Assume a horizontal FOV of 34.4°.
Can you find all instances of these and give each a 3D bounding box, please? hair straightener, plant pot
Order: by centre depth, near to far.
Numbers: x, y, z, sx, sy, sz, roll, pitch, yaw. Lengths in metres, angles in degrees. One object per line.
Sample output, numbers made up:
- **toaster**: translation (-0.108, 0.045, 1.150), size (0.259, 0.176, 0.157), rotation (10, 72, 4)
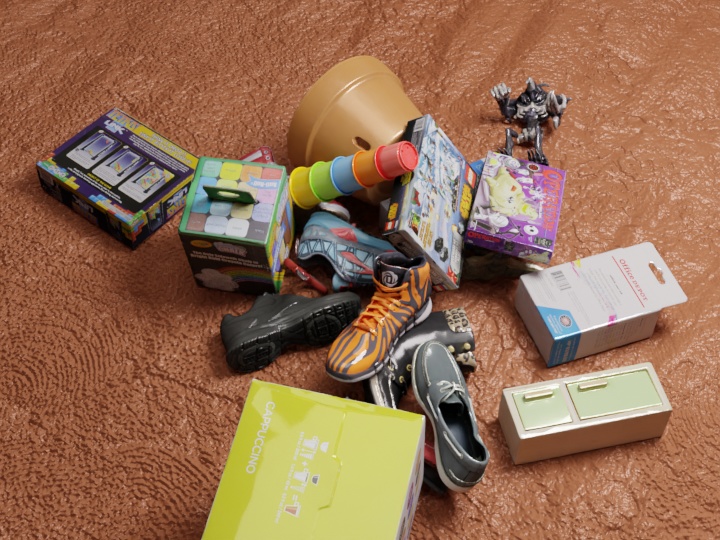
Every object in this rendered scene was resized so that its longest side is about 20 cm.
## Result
- **hair straightener**: translation (0.022, 0.218, 1.413), size (0.199, 0.077, 0.041), rotation (28, 25, -6)
- **plant pot**: translation (0.013, -0.187, 1.677), size (0.200, 0.201, 0.140), rotation (-34, 60, -26)

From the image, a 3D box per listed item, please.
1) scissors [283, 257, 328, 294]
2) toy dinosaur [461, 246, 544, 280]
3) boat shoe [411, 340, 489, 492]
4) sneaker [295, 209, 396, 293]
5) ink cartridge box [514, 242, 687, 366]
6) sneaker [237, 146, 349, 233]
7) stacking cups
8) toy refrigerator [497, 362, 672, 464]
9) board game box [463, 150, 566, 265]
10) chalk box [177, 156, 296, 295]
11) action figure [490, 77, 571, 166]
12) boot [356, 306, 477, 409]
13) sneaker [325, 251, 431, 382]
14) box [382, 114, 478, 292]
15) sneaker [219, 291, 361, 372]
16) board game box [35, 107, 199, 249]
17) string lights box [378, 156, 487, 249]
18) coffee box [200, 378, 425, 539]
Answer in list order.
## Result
- **scissors**: translation (-0.084, 0.003, 1.541), size (0.073, 0.200, 0.014), rotation (40, 91, 9)
- **toy dinosaur**: translation (0.187, -0.021, 1.622), size (0.198, 0.089, 0.048), rotation (3, 21, 0)
- **boat shoe**: translation (0.114, 0.164, 1.407), size (0.072, 0.062, 0.201), rotation (4, 54, -23)
- **sneaker**: translation (0.000, 0.000, 1.613), size (0.199, 0.079, 0.096), rotation (26, 73, 17)
- **ink cartridge box**: translation (0.324, 0.044, 1.575), size (0.199, 0.068, 0.116), rotation (-15, 53, -12)
- **sneaker**: translation (-0.106, -0.119, 1.702), size (0.199, 0.071, 0.113), rotation (8, 54, 8)
- **stacking cups**: translation (-0.006, -0.127, 1.561), size (0.199, 0.061, 0.061), rotation (-9, 39, 41)
- **toy refrigerator**: translation (0.281, 0.177, 1.463), size (0.199, 0.070, 0.076), rotation (-9, 51, -8)
- **board game box**: translation (0.217, -0.090, 1.611), size (0.119, 0.032, 0.200), rotation (18, 39, 1)
- **chalk box**: translation (-0.165, -0.069, 1.562), size (0.124, 0.200, 0.125), rotation (9, 62, 6)
- **action figure**: translation (0.261, -0.241, 1.791), size (0.118, 0.102, 0.201), rotation (1, 51, 15)
- **boot**: translation (0.076, 0.126, 1.504), size (0.149, 0.073, 0.201), rotation (-5, 45, -6)
- **sneaker**: translation (0.020, 0.045, 1.456), size (0.077, 0.113, 0.200), rotation (22, 46, 25)
- **box**: translation (0.097, -0.090, 1.568), size (0.040, 0.137, 0.201), rotation (-14, 47, 34)
- **sneaker**: translation (-0.096, 0.060, 1.554), size (0.199, 0.076, 0.091), rotation (-17, 47, -16)
- **board game box**: translation (-0.351, -0.140, 1.725), size (0.199, 0.057, 0.165), rotation (32, 55, 23)
- **string lights box**: translation (0.137, -0.083, 1.683), size (0.199, 0.059, 0.103), rotation (-24, 57, -19)
- **coffee box**: translation (-0.046, 0.264, 1.283), size (0.199, 0.198, 0.201), rotation (12, 61, 8)
